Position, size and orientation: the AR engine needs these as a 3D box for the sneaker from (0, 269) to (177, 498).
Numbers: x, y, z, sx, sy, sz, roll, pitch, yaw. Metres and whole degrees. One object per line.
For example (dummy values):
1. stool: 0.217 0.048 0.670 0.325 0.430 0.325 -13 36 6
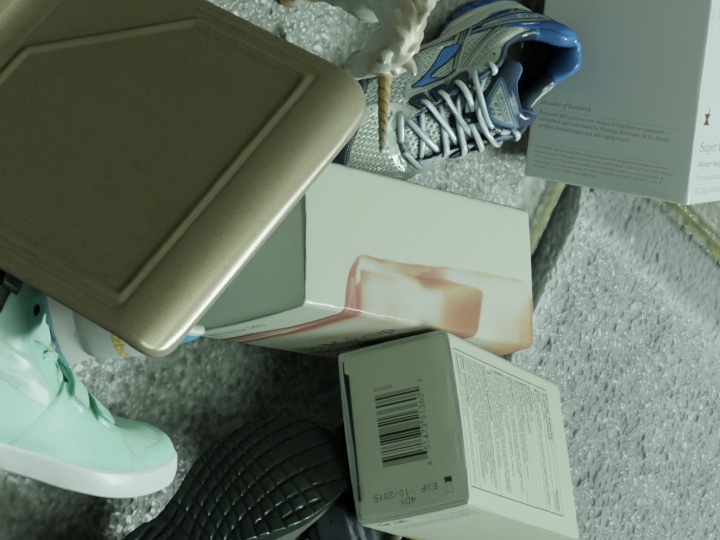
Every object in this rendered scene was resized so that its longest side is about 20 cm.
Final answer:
1. sneaker: -0.158 0.048 1.366 0.200 0.074 0.119 19 93 -45

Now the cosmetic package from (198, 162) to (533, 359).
1. cosmetic package: 0.000 0.000 1.491 0.199 0.103 0.088 12 72 -46

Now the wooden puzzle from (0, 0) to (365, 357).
1. wooden puzzle: -0.125 -0.066 1.306 0.185 0.199 0.037 -51 159 -24

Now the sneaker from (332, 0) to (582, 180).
1. sneaker: 0.056 -0.103 1.547 0.200 0.085 0.077 -39 126 -32

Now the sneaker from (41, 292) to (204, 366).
1. sneaker: -0.106 -0.030 1.356 0.077 0.080 0.201 73 18 -44

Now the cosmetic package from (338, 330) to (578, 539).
1. cosmetic package: 0.061 0.106 1.535 0.200 0.071 0.106 29 51 -64

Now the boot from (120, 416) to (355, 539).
1. boot: -0.094 0.170 1.461 0.200 0.068 0.131 -35 160 -36

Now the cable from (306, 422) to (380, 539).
1. cable: 0.021 0.182 1.570 0.163 0.051 0.201 -33 106 -63

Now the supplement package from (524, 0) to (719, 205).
1. supplement package: 0.192 -0.151 1.638 0.121 0.119 0.202 -9 107 -57

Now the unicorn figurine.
1. unicorn figurine: 0.018 -0.159 1.454 0.200 0.137 0.074 -40 127 -32

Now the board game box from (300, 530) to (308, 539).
1. board game box: -0.002 0.259 1.623 0.200 0.029 0.135 49 64 -41
